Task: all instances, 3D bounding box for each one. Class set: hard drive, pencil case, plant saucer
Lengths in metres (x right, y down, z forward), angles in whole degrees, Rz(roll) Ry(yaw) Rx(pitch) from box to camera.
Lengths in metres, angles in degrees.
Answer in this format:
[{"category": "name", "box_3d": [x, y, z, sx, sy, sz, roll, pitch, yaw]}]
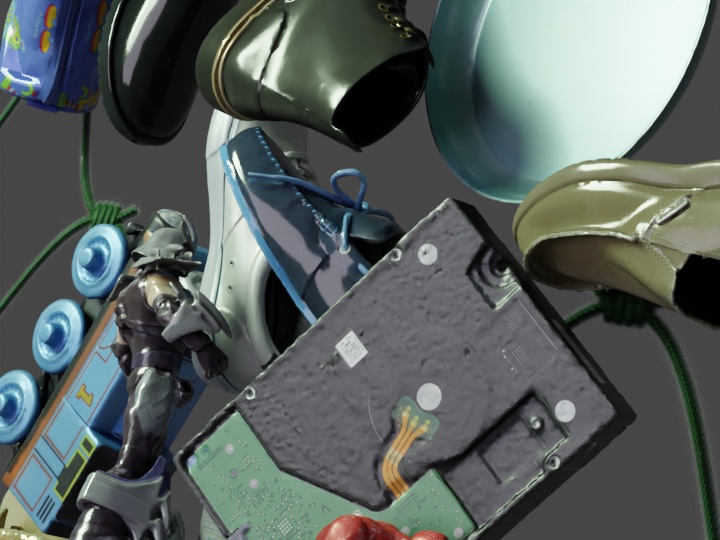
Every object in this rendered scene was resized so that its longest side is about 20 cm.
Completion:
[{"category": "hard drive", "box_3d": [0.018, 0.082, 1.028, 0.200, 0.038, 0.140, -44, 68, 14]}, {"category": "pencil case", "box_3d": [-0.188, -0.197, 1.381, 0.087, 0.077, 0.201, -91, 18, -56]}, {"category": "plant saucer", "box_3d": [0.111, -0.127, 1.081, 0.199, 0.027, 0.202, -25, 56, 43]}]

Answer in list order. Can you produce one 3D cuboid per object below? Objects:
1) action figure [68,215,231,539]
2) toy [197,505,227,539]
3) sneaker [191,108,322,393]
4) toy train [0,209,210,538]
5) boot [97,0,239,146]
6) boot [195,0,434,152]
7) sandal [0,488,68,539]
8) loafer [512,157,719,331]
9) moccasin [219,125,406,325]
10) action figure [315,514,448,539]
[{"category": "action figure", "box_3d": [-0.111, 0.066, 1.135, 0.130, 0.069, 0.202, 122, 156, -72]}, {"category": "toy", "box_3d": [-0.045, 0.190, 1.108, 0.115, 0.047, 0.202, 9, 84, 45]}, {"category": "sneaker", "box_3d": [-0.045, -0.029, 1.200, 0.070, 0.073, 0.202, -2, 79, 36]}, {"category": "toy train", "box_3d": [-0.144, 0.064, 1.259, 0.114, 0.086, 0.201, 42, 105, 40]}, {"category": "boot", "box_3d": [-0.077, -0.179, 1.294, 0.162, 0.073, 0.200, -4, 67, 50]}, {"category": "boot", "box_3d": [0.018, -0.147, 1.141, 0.201, 0.077, 0.138, -53, 38, -9]}, {"category": "sandal", "box_3d": [-0.209, 0.195, 1.283, 0.078, 0.069, 0.212, -50, 42, 22]}, {"category": "loafer", "box_3d": [0.144, -0.010, 0.950, 0.199, 0.076, 0.068, -9, 61, 48]}, {"category": "moccasin", "box_3d": [0.000, 0.000, 1.111, 0.068, 0.080, 0.201, -37, 74, 9]}, {"category": "action figure", "box_3d": [-0.045, 0.170, 0.993, 0.198, 0.065, 0.100, -15, 72, 24]}]
